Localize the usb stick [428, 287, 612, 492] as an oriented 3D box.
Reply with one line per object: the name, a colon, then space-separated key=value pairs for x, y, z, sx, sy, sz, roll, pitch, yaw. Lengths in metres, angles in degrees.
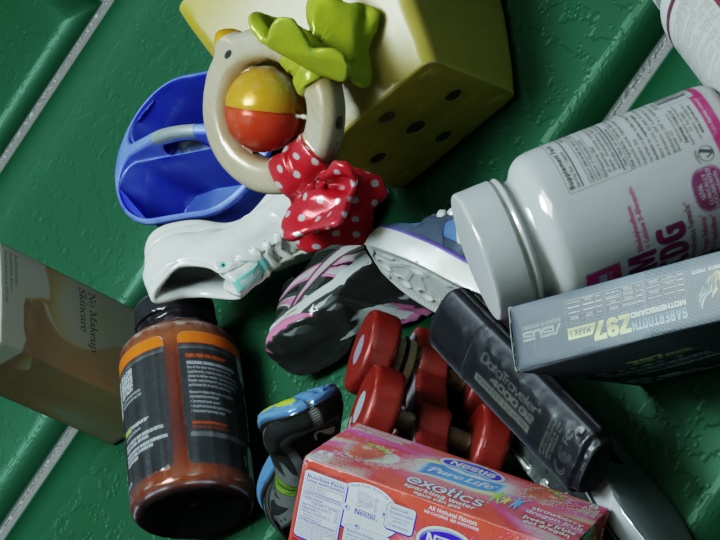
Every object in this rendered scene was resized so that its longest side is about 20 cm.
usb stick: x=0.111 y=0.082 z=1.603 sx=0.200 sy=0.032 sz=0.056 roll=47 pitch=123 yaw=44

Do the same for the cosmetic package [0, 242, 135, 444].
cosmetic package: x=-0.264 y=0.065 z=1.963 sx=0.071 sy=0.200 sz=0.106 roll=-27 pitch=54 yaw=30

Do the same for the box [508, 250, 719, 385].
box: x=0.225 y=0.033 z=1.537 sx=0.199 sy=0.157 sz=0.051 roll=-17 pitch=73 yaw=37

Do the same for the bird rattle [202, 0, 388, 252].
bird rattle: x=-0.051 y=-0.116 z=1.747 sx=0.162 sy=0.112 sz=0.202 roll=13 pitch=114 yaw=36

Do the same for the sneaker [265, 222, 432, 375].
sneaker: x=0.000 y=0.000 z=1.836 sx=0.199 sy=0.080 sz=0.087 roll=-27 pitch=42 yaw=25

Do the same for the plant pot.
plant pot: x=0.009 y=-0.185 z=1.841 sx=0.200 sy=0.199 sz=0.177 roll=-39 pitch=62 yaw=23

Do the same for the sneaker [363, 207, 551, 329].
sneaker: x=0.116 y=-0.033 z=1.716 sx=0.199 sy=0.081 sz=0.147 roll=20 pitch=65 yaw=36

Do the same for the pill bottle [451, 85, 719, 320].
pill bottle: x=0.172 y=-0.044 z=1.590 sx=0.199 sy=0.114 sz=0.114 roll=-21 pitch=49 yaw=-4

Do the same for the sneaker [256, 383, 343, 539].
sneaker: x=-0.038 y=0.154 z=1.745 sx=0.070 sy=0.200 sz=0.083 roll=-19 pitch=59 yaw=-18

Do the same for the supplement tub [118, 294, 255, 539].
supplement tub: x=-0.148 y=0.116 z=1.895 sx=0.107 sy=0.107 sz=0.201 roll=-29 pitch=52 yaw=30

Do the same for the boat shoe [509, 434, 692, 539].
boat shoe: x=0.162 y=0.163 z=1.598 sx=0.068 sy=0.073 sz=0.200 roll=-56 pitch=49 yaw=19

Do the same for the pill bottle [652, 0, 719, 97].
pill bottle: x=0.282 y=-0.176 z=1.623 sx=0.110 sy=0.109 sz=0.201 roll=-45 pitch=45 yaw=18

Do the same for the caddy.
caddy: x=-0.132 y=-0.103 z=1.988 sx=0.199 sy=0.105 sz=0.142 roll=-8 pitch=64 yaw=42

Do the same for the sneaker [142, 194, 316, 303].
sneaker: x=-0.086 y=-0.014 z=1.881 sx=0.199 sy=0.076 sz=0.089 roll=-19 pitch=29 yaw=10

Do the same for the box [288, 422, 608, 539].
box: x=0.058 y=0.188 z=1.543 sx=0.199 sy=0.095 sz=0.100 roll=17 pitch=109 yaw=20

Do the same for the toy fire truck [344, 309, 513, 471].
toy fire truck: x=0.031 y=0.138 z=1.700 sx=0.200 sy=0.111 sz=0.169 roll=-91 pitch=23 yaw=-63
